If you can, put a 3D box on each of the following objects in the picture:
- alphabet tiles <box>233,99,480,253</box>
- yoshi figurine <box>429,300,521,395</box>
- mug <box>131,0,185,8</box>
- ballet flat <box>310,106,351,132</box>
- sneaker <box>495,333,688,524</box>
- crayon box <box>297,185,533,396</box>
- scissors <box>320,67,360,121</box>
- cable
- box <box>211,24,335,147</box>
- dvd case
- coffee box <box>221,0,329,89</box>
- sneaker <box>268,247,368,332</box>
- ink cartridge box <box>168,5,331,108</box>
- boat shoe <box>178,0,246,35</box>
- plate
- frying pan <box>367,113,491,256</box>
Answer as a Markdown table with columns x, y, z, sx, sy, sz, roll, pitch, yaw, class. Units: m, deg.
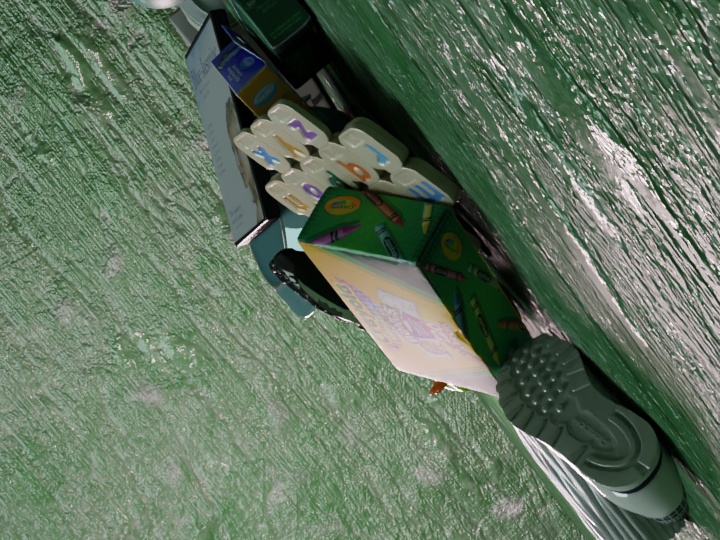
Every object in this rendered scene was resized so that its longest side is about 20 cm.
| x | y | z | sx | sy | sz | roll | pitch | yaw | class |
| --- | --- | --- | --- | --- | --- | --- | --- | --- | --- |
| -0.003 | -0.064 | 1.103 | 0.195 | 0.015 | 0.200 | 36 | 157 | -14 | alphabet tiles |
| 0.113 | 0.053 | 1.296 | 0.200 | 0.112 | 0.112 | -63 | -23 | -76 | yoshi figurine |
| -0.161 | -0.270 | 1.005 | 0.152 | 0.114 | 0.185 | 52 | 179 | 5 | mug |
| -0.010 | -0.102 | 1.374 | 0.070 | 0.067 | 0.200 | 53 | -175 | 22 | ballet flat |
| 0.173 | 0.121 | 1.061 | 0.080 | 0.076 | 0.200 | 41 | -174 | -35 | sneaker |
| 0.049 | 0.019 | 1.121 | 0.119 | 0.058 | 0.200 | 12 | 152 | 37 | crayon box |
| -0.007 | -0.142 | 1.288 | 0.200 | 0.014 | 0.073 | 51 | -179 | -29 | scissors |
| 0.204 | 0.169 | 1.237 | 0.200 | 0.069 | 0.200 | 52 | 178 | 39 | cable |
| -0.054 | -0.124 | 1.187 | 0.200 | 0.041 | 0.119 | 43 | -176 | -26 | box |
| -0.123 | -0.131 | 1.319 | 0.143 | 0.018 | 0.200 | 151 | 105 | -72 | dvd case |
| -0.108 | -0.251 | 1.164 | 0.200 | 0.044 | 0.123 | 51 | 179 | 10 | coffee box |
| 0.000 | 0.000 | 1.243 | 0.076 | 0.088 | 0.200 | 36 | -174 | 38 | sneaker |
| -0.104 | -0.202 | 1.486 | 0.146 | 0.084 | 0.200 | 51 | 179 | 28 | ink cartridge box |
| -0.170 | -0.303 | 1.360 | 0.201 | 0.070 | 0.072 | 54 | -177 | 32 | boat shoe |
| -0.085 | -0.050 | 1.331 | 0.200 | 0.026 | 0.201 | 167 | 90 | -72 | plate |
| 0.056 | -0.058 | 1.193 | 0.190 | 0.031 | 0.115 | 54 | -179 | 24 | frying pan |
